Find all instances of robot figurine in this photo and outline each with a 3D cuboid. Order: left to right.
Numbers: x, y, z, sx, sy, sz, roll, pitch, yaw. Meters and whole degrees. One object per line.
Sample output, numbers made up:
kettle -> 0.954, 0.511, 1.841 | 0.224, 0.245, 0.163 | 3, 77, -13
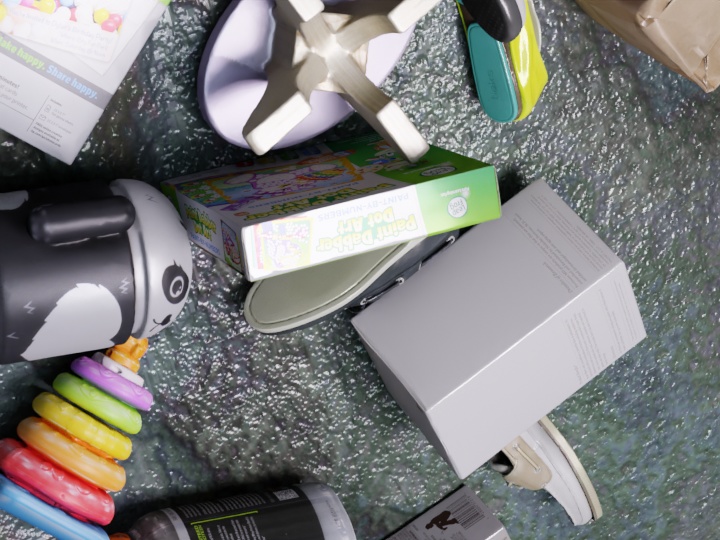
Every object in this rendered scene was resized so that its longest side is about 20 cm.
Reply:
robot figurine -> -0.220, 0.002, 1.400 | 0.198, 0.150, 0.126 | -9, 104, -22

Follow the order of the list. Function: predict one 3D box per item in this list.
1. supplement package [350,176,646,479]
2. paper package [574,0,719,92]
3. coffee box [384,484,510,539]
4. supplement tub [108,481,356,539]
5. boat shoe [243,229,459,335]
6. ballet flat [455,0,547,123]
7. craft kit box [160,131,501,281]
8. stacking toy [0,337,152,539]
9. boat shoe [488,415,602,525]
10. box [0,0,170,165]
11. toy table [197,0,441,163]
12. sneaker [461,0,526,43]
supplement package -> 0.114, 0.047, 1.575 | 0.199, 0.120, 0.122 | -36, 144, -7
paper package -> 0.249, -0.263, 1.464 | 0.103, 0.200, 0.191 | 38, 94, -34
coffee box -> 0.048, 0.300, 1.700 | 0.199, 0.080, 0.114 | -33, 124, -9
supplement tub -> -0.110, 0.248, 1.573 | 0.198, 0.123, 0.124 | -7, 116, -23
boat shoe -> -0.001, -0.002, 1.543 | 0.199, 0.075, 0.066 | -39, 145, -10
ballet flat -> 0.108, -0.212, 1.510 | 0.067, 0.066, 0.201 | -39, 130, -30
craft kit box -> -0.027, -0.053, 1.427 | 0.198, 0.197, 0.049 | -15, 110, -20
stacking toy -> -0.205, 0.105, 1.486 | 0.109, 0.116, 0.201 | 33, 83, -29
boat shoe -> 0.143, 0.154, 1.689 | 0.068, 0.075, 0.201 | -35, 114, -4
box -> -0.220, -0.197, 1.360 | 0.155, 0.041, 0.201 | 29, 97, -34
toy table -> -0.024, -0.164, 1.414 | 0.183, 0.117, 0.201 | 39, 89, -25
sneaker -> 0.098, -0.272, 1.374 | 0.107, 0.067, 0.203 | -26, 86, -18
